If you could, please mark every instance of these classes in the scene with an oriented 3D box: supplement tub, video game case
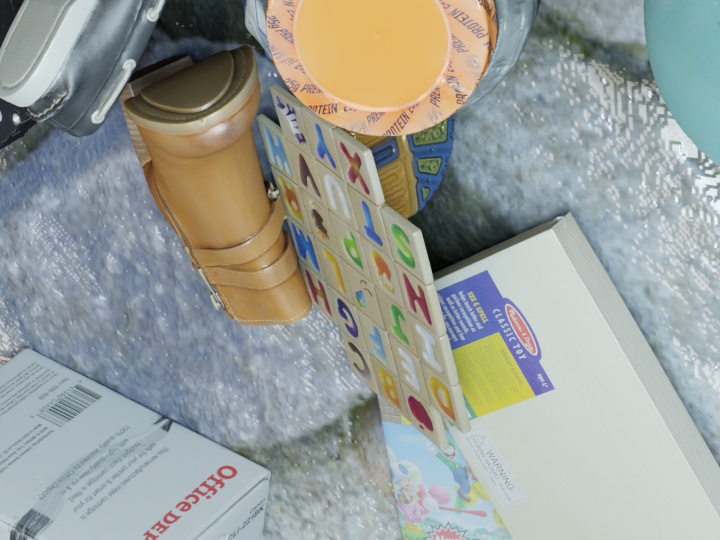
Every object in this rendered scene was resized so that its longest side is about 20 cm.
[{"bbox_3d":[0.026,-0.146,0.948,0.122,0.200,0.123,5,120,9],"label":"supplement tub"},{"bbox_3d":[0.083,0.140,1.205,0.143,0.017,0.200,6,118,33],"label":"video game case"}]

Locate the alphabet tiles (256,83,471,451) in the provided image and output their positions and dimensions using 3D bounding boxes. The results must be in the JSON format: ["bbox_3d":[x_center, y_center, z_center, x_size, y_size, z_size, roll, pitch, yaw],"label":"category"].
[{"bbox_3d":[0.000,0.000,1.123,0.166,0.006,0.200,38,151,49],"label":"alphabet tiles"}]

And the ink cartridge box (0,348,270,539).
[{"bbox_3d":[-0.177,0.150,1.308,0.200,0.144,0.084,24,128,23],"label":"ink cartridge box"}]

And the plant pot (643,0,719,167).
[{"bbox_3d":[0.211,-0.120,0.861,0.201,0.201,0.161,44,145,6],"label":"plant pot"}]

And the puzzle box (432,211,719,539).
[{"bbox_3d":[0.109,0.078,1.123,0.133,0.025,0.200,-24,99,41],"label":"puzzle box"}]

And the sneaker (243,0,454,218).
[{"bbox_3d":[-0.014,-0.122,1.103,0.088,0.075,0.200,3,114,51],"label":"sneaker"}]

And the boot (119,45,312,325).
[{"bbox_3d":[-0.073,-0.036,1.131,0.155,0.077,0.200,66,162,-12],"label":"boot"}]

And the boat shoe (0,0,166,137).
[{"bbox_3d":[-0.121,-0.165,1.106,0.060,0.200,0.074,31,174,-37],"label":"boat shoe"}]

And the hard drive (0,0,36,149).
[{"bbox_3d":[-0.201,-0.176,1.215,0.140,0.038,0.200,51,133,0],"label":"hard drive"}]
